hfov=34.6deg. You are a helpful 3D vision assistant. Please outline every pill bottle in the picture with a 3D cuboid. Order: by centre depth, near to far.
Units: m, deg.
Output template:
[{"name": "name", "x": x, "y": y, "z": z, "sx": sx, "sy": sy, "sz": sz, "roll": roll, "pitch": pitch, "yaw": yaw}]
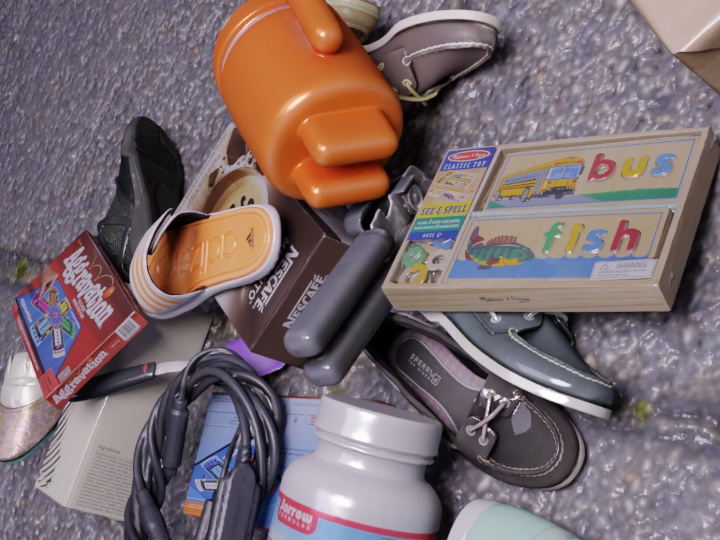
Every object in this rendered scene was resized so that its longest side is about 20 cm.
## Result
[{"name": "pill bottle", "x": -0.009, "y": 0.188, "z": 0.750, "sx": 0.108, "sy": 0.108, "sz": 0.202, "roll": 11, "pitch": 87, "yaw": 48}]

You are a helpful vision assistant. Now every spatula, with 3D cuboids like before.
[{"name": "spatula", "x": -0.156, "y": 0.084, "z": 0.976, "sx": 0.198, "sy": 0.021, "sz": 0.057, "roll": -11, "pitch": 41, "yaw": 5}]

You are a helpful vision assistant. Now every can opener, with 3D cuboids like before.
[{"name": "can opener", "x": 0.000, "y": 0.000, "z": 0.830, "sx": 0.067, "sy": 0.053, "sz": 0.200, "roll": -8, "pitch": 35, "yaw": 43}]

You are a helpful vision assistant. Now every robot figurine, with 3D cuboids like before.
[{"name": "robot figurine", "x": -0.043, "y": -0.132, "z": 0.871, "sx": 0.116, "sy": 0.144, "sz": 0.201, "roll": -36, "pitch": 52, "yaw": 8}]

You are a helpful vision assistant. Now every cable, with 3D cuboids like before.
[{"name": "cable", "x": -0.128, "y": 0.160, "z": 0.911, "sx": 0.163, "sy": 0.051, "sz": 0.202, "roll": -11, "pitch": 66, "yaw": 49}]

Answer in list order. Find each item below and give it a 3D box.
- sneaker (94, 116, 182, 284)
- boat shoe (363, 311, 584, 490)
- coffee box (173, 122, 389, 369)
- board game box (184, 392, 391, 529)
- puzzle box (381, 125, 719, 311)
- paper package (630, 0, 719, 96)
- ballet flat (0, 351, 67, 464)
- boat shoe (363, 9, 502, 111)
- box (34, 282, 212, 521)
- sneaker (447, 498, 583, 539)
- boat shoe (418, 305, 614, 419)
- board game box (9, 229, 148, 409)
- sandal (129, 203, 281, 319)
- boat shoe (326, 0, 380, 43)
[{"name": "sneaker", "x": -0.231, "y": -0.057, "z": 1.148, "sx": 0.114, "sy": 0.076, "sz": 0.201, "roll": -27, "pitch": 58, "yaw": 27}, {"name": "boat shoe", "x": 0.065, "y": 0.085, "z": 0.779, "sx": 0.200, "sy": 0.057, "sz": 0.067, "roll": 35, "pitch": 98, "yaw": 49}, {"name": "coffee box", "x": -0.072, "y": -0.022, "z": 0.957, "sx": 0.113, "sy": 0.080, "sz": 0.200, "roll": -56, "pitch": 41, "yaw": 13}, {"name": "board game box", "x": -0.061, "y": 0.150, "z": 0.898, "sx": 0.199, "sy": 0.019, "sz": 0.104, "roll": -3, "pitch": 67, "yaw": 46}, {"name": "puzzle box", "x": 0.121, "y": -0.032, "z": 0.748, "sx": 0.199, "sy": 0.025, "sz": 0.134, "roll": -2, "pitch": 48, "yaw": 37}, {"name": "paper package", "x": 0.246, "y": -0.228, "z": 0.708, "sx": 0.190, "sy": 0.103, "sz": 0.201, "roll": -42, "pitch": 45, "yaw": 25}, {"name": "ballet flat", "x": -0.291, "y": 0.090, "z": 1.074, "sx": 0.068, "sy": 0.068, "sz": 0.200, "roll": -1, "pitch": 35, "yaw": 24}, {"name": "boat shoe", "x": 0.034, "y": -0.156, "z": 0.923, "sx": 0.199, "sy": 0.072, "sz": 0.060, "roll": -8, "pitch": 71, "yaw": 48}, {"name": "box", "x": -0.213, "y": 0.118, "z": 1.040, "sx": 0.068, "sy": 0.082, "sz": 0.201, "roll": 11, "pitch": 78, "yaw": 50}, {"name": "sneaker", "x": 0.083, "y": 0.241, "z": 0.668, "sx": 0.118, "sy": 0.074, "sz": 0.202, "roll": 5, "pitch": 74, "yaw": 50}, {"name": "boat shoe", "x": 0.100, "y": 0.032, "z": 0.758, "sx": 0.200, "sy": 0.073, "sz": 0.062, "roll": 38, "pitch": 103, "yaw": 54}, {"name": "board game box", "x": -0.253, "y": 0.037, "z": 1.019, "sx": 0.103, "sy": 0.019, "sz": 0.200, "roll": -44, "pitch": 32, "yaw": -3}, {"name": "sandal", "x": -0.139, "y": -0.016, "z": 0.918, "sx": 0.206, "sy": 0.059, "sz": 0.080, "roll": -20, "pitch": 66, "yaw": 49}, {"name": "boat shoe", "x": -0.052, "y": -0.193, "z": 1.037, "sx": 0.199, "sy": 0.073, "sz": 0.063, "roll": -14, "pitch": 66, "yaw": 54}]
